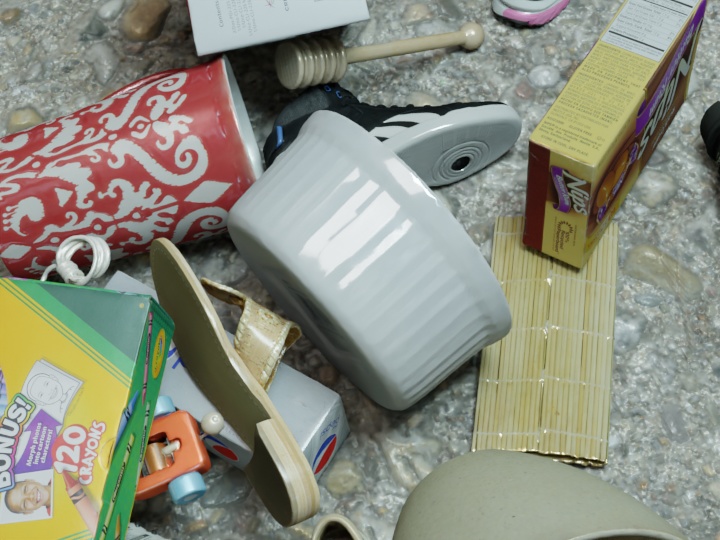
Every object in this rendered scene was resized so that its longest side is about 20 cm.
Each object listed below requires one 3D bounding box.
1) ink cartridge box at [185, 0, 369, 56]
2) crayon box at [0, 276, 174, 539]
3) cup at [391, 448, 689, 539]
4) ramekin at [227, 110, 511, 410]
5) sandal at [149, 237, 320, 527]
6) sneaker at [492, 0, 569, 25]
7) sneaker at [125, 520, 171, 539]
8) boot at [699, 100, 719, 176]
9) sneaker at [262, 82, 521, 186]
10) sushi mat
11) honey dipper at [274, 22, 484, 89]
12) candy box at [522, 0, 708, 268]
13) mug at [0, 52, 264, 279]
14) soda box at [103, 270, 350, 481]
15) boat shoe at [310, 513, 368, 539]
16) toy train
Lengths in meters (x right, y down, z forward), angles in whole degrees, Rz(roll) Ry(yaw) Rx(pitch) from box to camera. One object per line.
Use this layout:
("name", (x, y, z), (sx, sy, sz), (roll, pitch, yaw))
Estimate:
("ink cartridge box", (-0.091, -0.221, 1.002), (0.174, 0.200, 0.085), (-12, 102, -1))
("crayon box", (-0.198, 0.111, 0.786), (0.118, 0.058, 0.202), (7, 72, 11))
("cup", (0.092, 0.189, 0.753), (0.199, 0.202, 0.143), (-22, 33, -8))
("ramekin", (0.000, 0.000, 0.861), (0.098, 0.201, 0.200), (-42, 63, -10))
("sandal", (-0.065, 0.063, 0.834), (0.069, 0.078, 0.213), (-18, 64, -27))
("sneaker", (0.185, -0.300, 1.087), (0.080, 0.087, 0.201), (25, 63, 18))
("sneaker", (-0.163, 0.183, 0.834), (0.198, 0.076, 0.088), (1, 51, 1))
("boot", (0.362, -0.068, 0.927), (0.209, 0.080, 0.159), (-15, 51, 9))
("sneaker", (0.018, -0.118, 1.000), (0.198, 0.073, 0.112), (-20, 58, -6))
("sushi mat", (0.136, 0.045, 0.922), (0.095, 0.012, 0.202), (4, 58, 10))
("honey dipper", (0.023, -0.176, 1.020), (0.199, 0.038, 0.038), (-14, 54, -33))
("candy box", (0.189, -0.114, 0.945), (0.056, 0.117, 0.200), (26, 59, 21))
("mug", (-0.178, -0.074, 0.983), (0.198, 0.178, 0.135), (-17, 102, 0))
("soda box", (-0.108, 0.081, 0.896), (0.199, 0.064, 0.068), (26, 66, 21))
("boat shoe", (-0.002, 0.250, 0.780), (0.071, 0.065, 0.202), (-10, 58, 0))
("toy train", (-0.180, 0.085, 0.854), (0.149, 0.056, 0.201), (-28, 68, -2))
